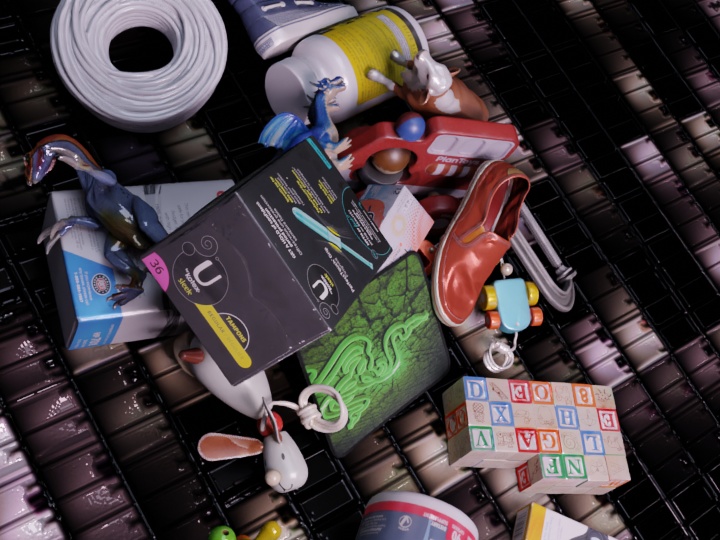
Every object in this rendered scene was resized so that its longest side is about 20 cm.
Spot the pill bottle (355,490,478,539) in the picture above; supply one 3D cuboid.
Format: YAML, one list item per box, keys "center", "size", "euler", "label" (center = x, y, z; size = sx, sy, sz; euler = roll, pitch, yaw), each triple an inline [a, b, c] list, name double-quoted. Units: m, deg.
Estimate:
- center: [0.036, 0.328, 1.020]
  size: [0.119, 0.120, 0.201]
  euler: [26, 56, -9]
  label: "pill bottle"

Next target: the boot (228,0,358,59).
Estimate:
- center: [-0.080, -0.331, 1.330]
  size: [0.091, 0.073, 0.200]
  euler: [58, 35, -1]
  label: "boot"

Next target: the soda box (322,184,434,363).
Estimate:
- center: [0.000, 0.000, 1.176]
  size: [0.068, 0.063, 0.201]
  euler: [46, 64, -36]
  label: "soda box"

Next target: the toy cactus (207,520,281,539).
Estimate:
- center: [-0.136, 0.320, 0.978]
  size: [0.199, 0.102, 0.166]
  euler: [1, 81, -27]
  label: "toy cactus"

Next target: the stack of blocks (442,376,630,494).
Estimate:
- center: [0.199, 0.190, 1.206]
  size: [0.199, 0.059, 0.116]
  euler: [6, 61, -21]
  label: "stack of blocks"

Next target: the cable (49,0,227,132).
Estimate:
- center: [-0.255, -0.258, 1.220]
  size: [0.199, 0.069, 0.201]
  euler: [29, 72, -5]
  label: "cable"

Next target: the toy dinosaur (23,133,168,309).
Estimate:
- center: [-0.251, -0.055, 1.048]
  size: [0.200, 0.105, 0.182]
  euler: [15, 40, -56]
  label: "toy dinosaur"

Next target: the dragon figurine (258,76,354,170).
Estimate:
- center: [-0.076, -0.136, 1.187]
  size: [0.200, 0.059, 0.099]
  euler: [-41, 61, -16]
  label: "dragon figurine"

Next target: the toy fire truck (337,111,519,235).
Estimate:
- center: [0.067, -0.133, 1.258]
  size: [0.199, 0.168, 0.113]
  euler: [5, 61, -22]
  label: "toy fire truck"

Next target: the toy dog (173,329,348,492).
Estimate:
- center: [-0.122, 0.130, 1.062]
  size: [0.200, 0.132, 0.096]
  euler: [44, 25, 13]
  label: "toy dog"

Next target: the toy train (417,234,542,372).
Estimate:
- center: [0.121, 0.024, 1.271]
  size: [0.200, 0.056, 0.150]
  euler: [45, 70, -2]
  label: "toy train"

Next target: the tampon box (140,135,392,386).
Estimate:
- center: [-0.083, -0.015, 1.014]
  size: [0.150, 0.126, 0.200]
  euler: [55, 27, -8]
  label: "tampon box"

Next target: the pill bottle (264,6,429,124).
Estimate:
- center: [-0.018, -0.249, 1.319]
  size: [0.200, 0.111, 0.111]
  euler: [-31, 78, -34]
  label: "pill bottle"

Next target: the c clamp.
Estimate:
- center: [0.220, -0.043, 1.332]
  size: [0.201, 0.027, 0.171]
  euler: [60, 24, 4]
  label: "c clamp"

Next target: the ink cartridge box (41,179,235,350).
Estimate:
- center: [-0.218, -0.009, 1.111]
  size: [0.199, 0.086, 0.147]
  euler: [-6, 66, -28]
  label: "ink cartridge box"

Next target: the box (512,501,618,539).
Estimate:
- center: [0.254, 0.348, 1.157]
  size: [0.199, 0.041, 0.119]
  euler: [27, 55, -12]
  label: "box"

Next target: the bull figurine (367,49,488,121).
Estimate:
- center: [0.086, -0.214, 1.267]
  size: [0.121, 0.200, 0.065]
  euler: [36, 94, 31]
  label: "bull figurine"

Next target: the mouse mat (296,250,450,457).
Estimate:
- center: [0.019, 0.089, 1.157]
  size: [0.200, 0.008, 0.162]
  euler: [-33, 116, -34]
  label: "mouse mat"

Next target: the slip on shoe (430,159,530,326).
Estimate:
- center: [0.137, -0.031, 1.205]
  size: [0.074, 0.061, 0.201]
  euler: [26, 86, -37]
  label: "slip on shoe"
